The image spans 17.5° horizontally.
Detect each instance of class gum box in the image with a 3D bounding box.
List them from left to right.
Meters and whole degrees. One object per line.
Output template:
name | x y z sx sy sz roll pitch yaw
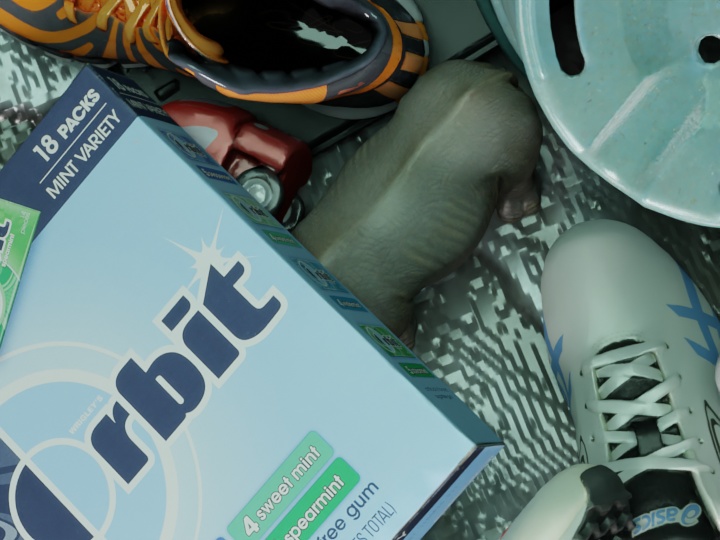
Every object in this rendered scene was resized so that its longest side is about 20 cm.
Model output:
gum box | -0.077 0.056 0.841 0.200 0.045 0.170 43 100 15

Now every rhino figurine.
rhino figurine | 0.000 0.000 0.890 0.060 0.087 0.200 40 86 15

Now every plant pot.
plant pot | 0.128 -0.111 0.802 0.199 0.196 0.201 1 108 4

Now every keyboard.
keyboard | -0.005 -0.111 0.946 0.200 0.040 0.104 -29 85 9

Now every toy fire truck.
toy fire truck | -0.120 0.012 0.918 0.141 0.049 0.201 26 88 12

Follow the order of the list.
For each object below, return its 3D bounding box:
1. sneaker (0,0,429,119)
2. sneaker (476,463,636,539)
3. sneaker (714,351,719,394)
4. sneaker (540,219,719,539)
sneaker | -0.074 -0.110 0.883 0.199 0.112 0.078 12 93 11
sneaker | 0.014 0.135 0.846 0.093 0.070 0.200 41 112 22
sneaker | 0.229 0.030 0.858 0.199 0.079 0.096 7 72 -2
sneaker | 0.112 0.072 0.866 0.072 0.072 0.201 -16 75 7
